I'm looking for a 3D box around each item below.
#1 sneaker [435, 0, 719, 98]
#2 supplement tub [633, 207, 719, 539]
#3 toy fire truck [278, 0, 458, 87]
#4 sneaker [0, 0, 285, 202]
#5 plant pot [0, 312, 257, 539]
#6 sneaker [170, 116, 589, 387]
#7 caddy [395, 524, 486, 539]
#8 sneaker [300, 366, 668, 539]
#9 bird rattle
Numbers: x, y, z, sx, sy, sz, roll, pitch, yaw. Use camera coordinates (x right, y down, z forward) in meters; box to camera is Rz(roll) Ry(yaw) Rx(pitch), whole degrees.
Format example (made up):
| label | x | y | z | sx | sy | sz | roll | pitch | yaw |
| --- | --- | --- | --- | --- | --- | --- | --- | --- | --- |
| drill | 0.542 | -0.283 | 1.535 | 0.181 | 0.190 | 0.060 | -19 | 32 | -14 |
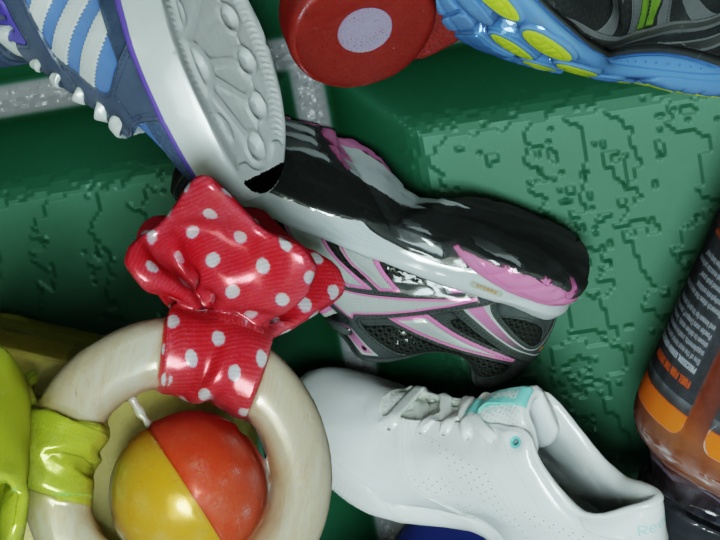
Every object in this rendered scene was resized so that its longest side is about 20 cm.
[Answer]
| label | x | y | z | sx | sy | sz | roll | pitch | yaw |
| --- | --- | --- | --- | --- | --- | --- | --- | --- | --- |
| sneaker | 0.106 | -0.123 | 0.969 | 0.071 | 0.199 | 0.083 | 14 | 98 | 46 |
| supplement tub | 0.191 | 0.037 | 1.029 | 0.106 | 0.107 | 0.201 | 22 | 108 | -2 |
| toy fire truck | 0.038 | -0.174 | 0.967 | 0.167 | 0.113 | 0.201 | -8 | 135 | -12 |
| sneaker | -0.131 | -0.102 | 1.013 | 0.146 | 0.080 | 0.201 | -25 | 93 | 31 |
| plant pot | -0.137 | 0.121 | 1.044 | 0.198 | 0.200 | 0.178 | 12 | 94 | 1 |
| sneaker | 0.000 | 0.000 | 1.051 | 0.199 | 0.080 | 0.087 | 23 | 118 | 3 |
| caddy | 0.053 | 0.217 | 1.095 | 0.200 | 0.105 | 0.141 | 43 | 107 | -9 |
| sneaker | 0.056 | 0.080 | 1.040 | 0.199 | 0.075 | 0.089 | 26 | 135 | 20 |
| bird rattle | -0.081 | 0.067 | 0.939 | 0.199 | 0.113 | 0.164 | -33 | 92 | -22 |
